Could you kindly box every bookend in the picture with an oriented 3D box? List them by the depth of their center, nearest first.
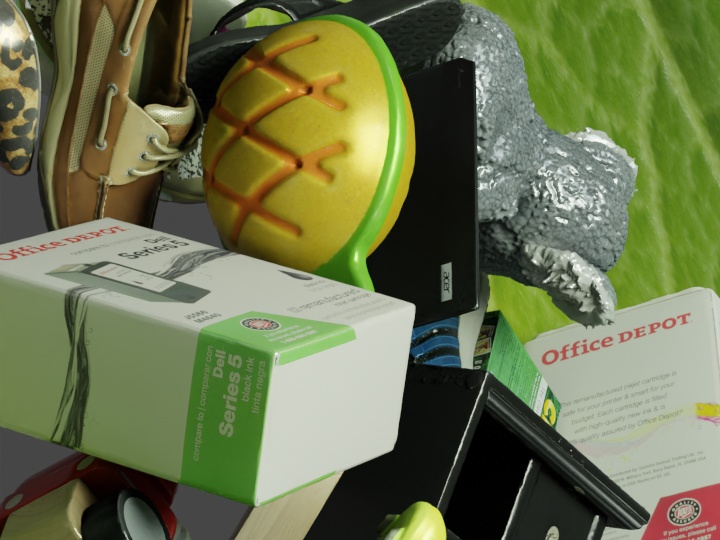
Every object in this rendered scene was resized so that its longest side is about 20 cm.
[{"bbox_3d":[0.056,0.185,1.629,0.199,0.092,0.200,42,63,-44],"label":"bookend"}]

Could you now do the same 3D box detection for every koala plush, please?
[{"bbox_3d":[0.088,-0.055,1.750,0.200,0.184,0.178,33,38,-14],"label":"koala plush"}]

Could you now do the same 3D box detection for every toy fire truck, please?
[{"bbox_3d":[-0.091,0.147,1.469,0.176,0.129,0.200,53,21,-20],"label":"toy fire truck"}]

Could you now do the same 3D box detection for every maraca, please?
[{"bbox_3d":[-0.031,-0.043,1.514,0.107,0.137,0.200,17,72,-43],"label":"maraca"}]

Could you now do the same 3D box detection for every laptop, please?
[{"bbox_3d":[0.000,0.000,1.605,0.103,0.200,0.178,6,54,-6],"label":"laptop"}]

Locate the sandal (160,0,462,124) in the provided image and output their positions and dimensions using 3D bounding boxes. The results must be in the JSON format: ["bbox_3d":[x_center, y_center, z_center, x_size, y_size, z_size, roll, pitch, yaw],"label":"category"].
[{"bbox_3d":[-0.035,-0.133,1.616,0.200,0.075,0.048,-16,57,-31],"label":"sandal"}]

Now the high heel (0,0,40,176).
[{"bbox_3d":[-0.250,-0.122,1.476,0.142,0.071,0.200,-28,115,-30],"label":"high heel"}]

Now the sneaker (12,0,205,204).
[{"bbox_3d":[-0.124,-0.112,1.605,0.200,0.089,0.077,42,38,-35],"label":"sneaker"}]

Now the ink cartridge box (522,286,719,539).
[{"bbox_3d":[0.194,0.129,1.875,0.086,0.147,0.200,48,34,-45],"label":"ink cartridge box"}]

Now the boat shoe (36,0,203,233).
[{"bbox_3d":[-0.128,-0.084,1.526,0.076,0.074,0.200,-27,124,-54],"label":"boat shoe"}]

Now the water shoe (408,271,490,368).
[{"bbox_3d":[0.029,0.058,1.770,0.079,0.072,0.200,28,39,-16],"label":"water shoe"}]

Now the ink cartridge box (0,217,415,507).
[{"bbox_3d":[-0.095,0.043,1.427,0.145,0.200,0.084,-18,119,-60],"label":"ink cartridge box"}]

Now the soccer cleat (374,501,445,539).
[{"bbox_3d":[0.009,0.221,1.478,0.084,0.200,0.065,24,-2,-4],"label":"soccer cleat"}]

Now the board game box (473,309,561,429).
[{"bbox_3d":[0.085,0.135,1.791,0.105,0.023,0.200,54,38,-37],"label":"board game box"}]

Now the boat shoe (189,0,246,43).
[{"bbox_3d":[-0.141,-0.194,1.652,0.201,0.070,0.072,22,56,-47],"label":"boat shoe"}]
